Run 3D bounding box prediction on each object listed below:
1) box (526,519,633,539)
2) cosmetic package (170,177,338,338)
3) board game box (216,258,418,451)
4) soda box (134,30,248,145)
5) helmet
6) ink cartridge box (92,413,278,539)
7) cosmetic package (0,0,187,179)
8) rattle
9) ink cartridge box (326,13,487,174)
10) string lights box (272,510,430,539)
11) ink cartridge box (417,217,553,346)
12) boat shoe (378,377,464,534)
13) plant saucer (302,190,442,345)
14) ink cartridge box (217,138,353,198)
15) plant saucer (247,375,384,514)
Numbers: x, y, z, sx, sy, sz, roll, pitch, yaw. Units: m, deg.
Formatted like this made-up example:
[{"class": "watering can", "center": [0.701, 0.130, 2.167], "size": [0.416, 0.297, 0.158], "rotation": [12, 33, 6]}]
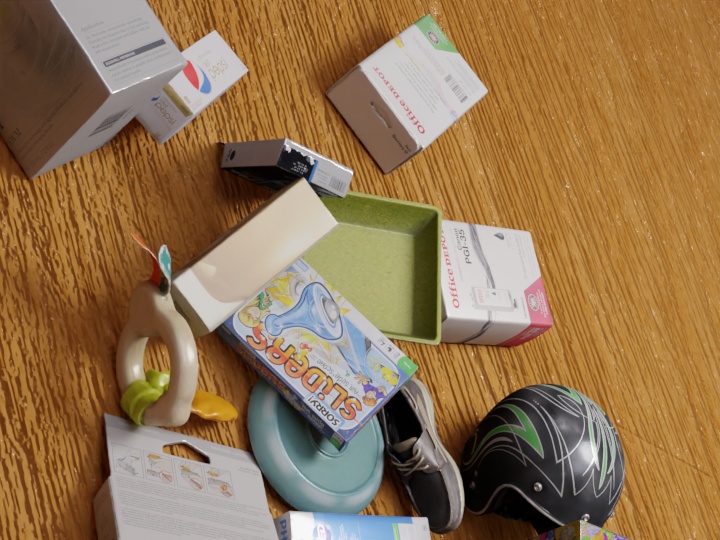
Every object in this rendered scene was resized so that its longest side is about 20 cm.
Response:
[{"class": "box", "center": [0.268, 0.406, 1.555], "size": [0.199, 0.192, 0.123], "rotation": [24, 53, -28]}, {"class": "cosmetic package", "center": [-0.131, -0.013, 1.461], "size": [0.200, 0.105, 0.071], "rotation": [-41, 99, -25]}, {"class": "board game box", "center": [-0.050, 0.093, 1.500], "size": [0.200, 0.035, 0.135], "rotation": [42, 59, 9]}, {"class": "soda box", "center": [-0.204, -0.220, 1.540], "size": [0.068, 0.064, 0.200], "rotation": [49, 26, -9]}, {"class": "helmet", "center": [0.235, 0.240, 1.617], "size": [0.199, 0.190, 0.202], "rotation": [20, 55, -31]}, {"class": "ink cartridge box", "center": [-0.183, 0.250, 1.362], "size": [0.199, 0.045, 0.177], "rotation": [21, 30, -31]}, {"class": "cosmetic package", "center": [-0.327, -0.242, 1.395], "size": [0.123, 0.199, 0.201], "rotation": [-33, 90, -46]}, {"class": "rattle", "center": [-0.183, 0.063, 1.383], "size": [0.142, 0.130, 0.202], "rotation": [1, 85, -27]}, {"class": "ink cartridge box", "center": [0.067, -0.248, 1.814], "size": [0.146, 0.087, 0.200], "rotation": [52, 43, -5]}, {"class": "string lights box", "center": [-0.009, 0.330, 1.455], "size": [0.199, 0.059, 0.104], "rotation": [11, 60, -36]}, {"class": "ink cartridge box", "center": [0.149, 0.019, 1.741], "size": [0.199, 0.083, 0.148], "rotation": [6, 64, -39]}, {"class": "boat shoe", "center": [0.062, 0.221, 1.557], "size": [0.073, 0.074, 0.201], "rotation": [19, 44, -55]}, {"class": "plant saucer", "center": [0.000, 0.000, 1.615], "size": [0.198, 0.048, 0.201], "rotation": [9, 59, -11]}, {"class": "ink cartridge box", "center": [-0.098, -0.121, 1.553], "size": [0.099, 0.200, 0.040], "rotation": [23, 83, -28]}, {"class": "plant saucer", "center": [-0.043, 0.191, 1.515], "size": [0.199, 0.027, 0.202], "rotation": [24, 49, -31]}]
